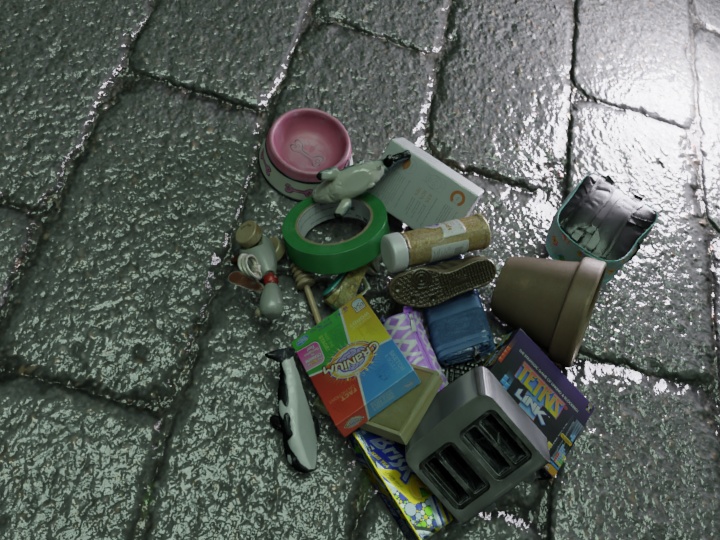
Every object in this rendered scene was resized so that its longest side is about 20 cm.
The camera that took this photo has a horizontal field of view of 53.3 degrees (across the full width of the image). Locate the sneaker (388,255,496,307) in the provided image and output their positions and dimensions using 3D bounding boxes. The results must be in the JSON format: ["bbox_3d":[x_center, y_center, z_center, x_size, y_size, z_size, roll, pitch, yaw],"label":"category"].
[{"bbox_3d":[0.144,0.020,1.289,0.196,0.076,0.072,-10,96,-6],"label":"sneaker"}]

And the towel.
[{"bbox_3d":[0.171,0.072,1.328,0.110,0.049,0.203,-17,58,7],"label":"towel"}]

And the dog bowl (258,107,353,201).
[{"bbox_3d":[-0.105,-0.241,1.446,0.196,0.074,0.203,5,61,-9],"label":"dog bowl"}]

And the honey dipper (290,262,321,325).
[{"bbox_3d":[-0.081,0.075,1.299,0.037,0.038,0.203,-13,67,-18],"label":"honey dipper"}]

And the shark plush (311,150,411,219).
[{"bbox_3d":[-0.004,-0.184,1.334,0.199,0.083,0.091,-37,100,5],"label":"shark plush"}]

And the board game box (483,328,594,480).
[{"bbox_3d":[0.293,0.232,1.249,0.200,0.057,0.165,45,61,-2],"label":"board game box"}]

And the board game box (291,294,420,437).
[{"bbox_3d":[-0.012,0.151,1.186,0.152,0.041,0.201,-35,45,-3],"label":"board game box"}]

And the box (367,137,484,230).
[{"bbox_3d":[0.123,-0.152,1.398,0.199,0.125,0.097,35,20,8],"label":"box"}]

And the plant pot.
[{"bbox_3d":[0.340,0.052,1.325,0.172,0.202,0.201,21,58,20],"label":"plant pot"}]

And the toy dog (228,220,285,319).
[{"bbox_3d":[-0.191,0.006,1.276,0.132,0.096,0.201,49,21,-25],"label":"toy dog"}]

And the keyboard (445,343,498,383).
[{"bbox_3d":[0.253,0.183,1.318,0.196,0.021,0.129,12,60,-6],"label":"keyboard"}]

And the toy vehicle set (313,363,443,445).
[{"bbox_3d":[0.027,0.202,1.183,0.198,0.027,0.125,10,53,43],"label":"toy vehicle set"}]

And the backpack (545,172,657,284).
[{"bbox_3d":[0.462,-0.071,1.422,0.175,0.154,0.200,38,51,13],"label":"backpack"}]

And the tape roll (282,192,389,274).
[{"bbox_3d":[-0.046,-0.076,1.332,0.196,0.049,0.202,-6,40,5],"label":"tape roll"}]

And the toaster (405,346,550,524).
[{"bbox_3d":[0.177,0.267,1.128,0.180,0.119,0.201,-40,98,13],"label":"toaster"}]

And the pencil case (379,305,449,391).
[{"bbox_3d":[0.105,0.163,1.260,0.083,0.086,0.202,-7,63,-38],"label":"pencil case"}]

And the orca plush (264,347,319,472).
[{"bbox_3d":[-0.128,0.234,1.180,0.070,0.105,0.203,-19,89,20],"label":"orca plush"}]

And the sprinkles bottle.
[{"bbox_3d":[0.136,-0.050,1.292,0.197,0.069,0.069,-14,65,-20],"label":"sprinkles bottle"}]

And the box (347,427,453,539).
[{"bbox_3d":[0.062,0.340,1.166,0.069,0.065,0.201,-26,70,-23],"label":"box"}]

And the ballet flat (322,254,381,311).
[{"bbox_3d":[0.000,0.000,1.346,0.070,0.071,0.201,30,58,6],"label":"ballet flat"}]
